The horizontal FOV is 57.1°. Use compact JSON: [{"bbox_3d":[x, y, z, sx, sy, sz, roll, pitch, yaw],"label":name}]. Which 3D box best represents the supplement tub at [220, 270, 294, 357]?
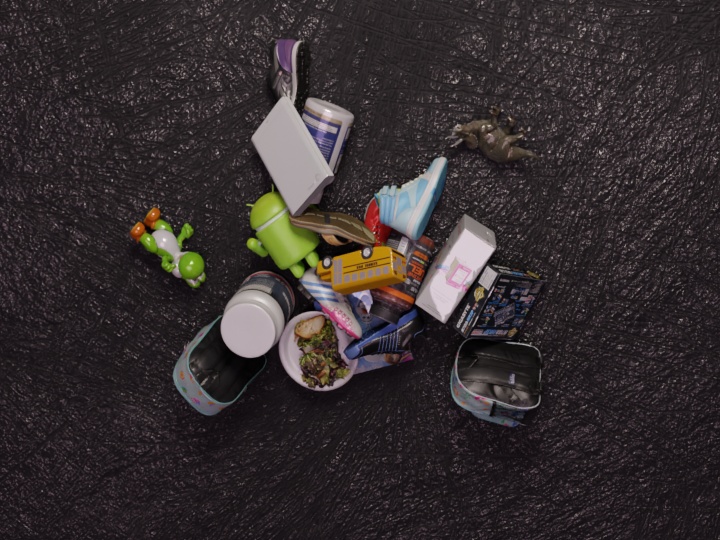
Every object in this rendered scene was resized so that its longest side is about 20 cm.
[{"bbox_3d":[-0.230,0.096,1.497,0.136,0.201,0.144,2,109,5],"label":"supplement tub"}]

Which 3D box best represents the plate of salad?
[{"bbox_3d":[-0.101,0.195,1.556,0.194,0.048,0.206,3,108,8],"label":"plate of salad"}]

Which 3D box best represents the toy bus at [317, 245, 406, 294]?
[{"bbox_3d":[0.000,0.000,1.415,0.196,0.065,0.081,-14,71,32],"label":"toy bus"}]

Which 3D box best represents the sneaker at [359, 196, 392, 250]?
[{"bbox_3d":[0.034,-0.063,1.481,0.075,0.085,0.205,11,109,1],"label":"sneaker"}]

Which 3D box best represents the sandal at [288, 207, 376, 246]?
[{"bbox_3d":[-0.062,-0.086,1.426,0.194,0.081,0.055,12,124,-8],"label":"sandal"}]

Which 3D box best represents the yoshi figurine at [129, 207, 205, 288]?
[{"bbox_3d":[-0.427,-0.048,1.522,0.112,0.112,0.200,-41,103,9],"label":"yoshi figurine"}]

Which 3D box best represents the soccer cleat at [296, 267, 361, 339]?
[{"bbox_3d":[-0.057,0.065,1.496,0.199,0.070,0.087,42,85,14],"label":"soccer cleat"}]

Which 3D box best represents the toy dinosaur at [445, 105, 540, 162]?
[{"bbox_3d":[0.288,-0.278,1.405,0.196,0.078,0.103,28,120,-9],"label":"toy dinosaur"}]

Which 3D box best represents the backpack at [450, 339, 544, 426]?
[{"bbox_3d":[0.303,0.250,1.507,0.194,0.180,0.152,14,139,1],"label":"backpack"}]

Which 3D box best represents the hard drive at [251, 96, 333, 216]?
[{"bbox_3d":[-0.145,-0.236,1.373,0.132,0.026,0.203,-41,70,35],"label":"hard drive"}]

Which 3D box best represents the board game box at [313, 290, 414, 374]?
[{"bbox_3d":[0.010,0.136,1.569,0.194,0.043,0.205,-15,105,11],"label":"board game box"}]

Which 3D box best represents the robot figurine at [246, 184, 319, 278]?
[{"bbox_3d":[-0.168,-0.086,1.477,0.173,0.116,0.202,-33,102,8],"label":"robot figurine"}]

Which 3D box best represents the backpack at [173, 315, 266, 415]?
[{"bbox_3d":[-0.344,0.232,1.553,0.152,0.201,0.177,-31,105,31],"label":"backpack"}]

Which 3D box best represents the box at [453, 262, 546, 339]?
[{"bbox_3d":[0.310,0.073,1.454,0.197,0.046,0.162,6,116,-45],"label":"box"}]

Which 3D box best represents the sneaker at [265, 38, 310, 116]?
[{"bbox_3d":[-0.160,-0.387,1.415,0.085,0.075,0.206,14,110,22],"label":"sneaker"}]

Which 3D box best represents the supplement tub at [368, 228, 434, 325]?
[{"bbox_3d":[0.084,0.013,1.458,0.104,0.107,0.205,21,87,-2],"label":"supplement tub"}]

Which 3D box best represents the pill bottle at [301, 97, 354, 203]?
[{"bbox_3d":[-0.094,-0.253,1.419,0.108,0.111,0.204,20,108,-1],"label":"pill bottle"}]

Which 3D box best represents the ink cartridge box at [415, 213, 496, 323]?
[{"bbox_3d":[0.208,-0.009,1.450,0.084,0.145,0.202,32,108,-2],"label":"ink cartridge box"}]

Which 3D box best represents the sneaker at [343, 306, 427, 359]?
[{"bbox_3d":[0.059,0.164,1.508,0.197,0.070,0.079,-29,98,3],"label":"sneaker"}]

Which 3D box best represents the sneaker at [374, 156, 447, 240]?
[{"bbox_3d":[0.103,-0.174,1.419,0.128,0.080,0.203,20,66,18],"label":"sneaker"}]
